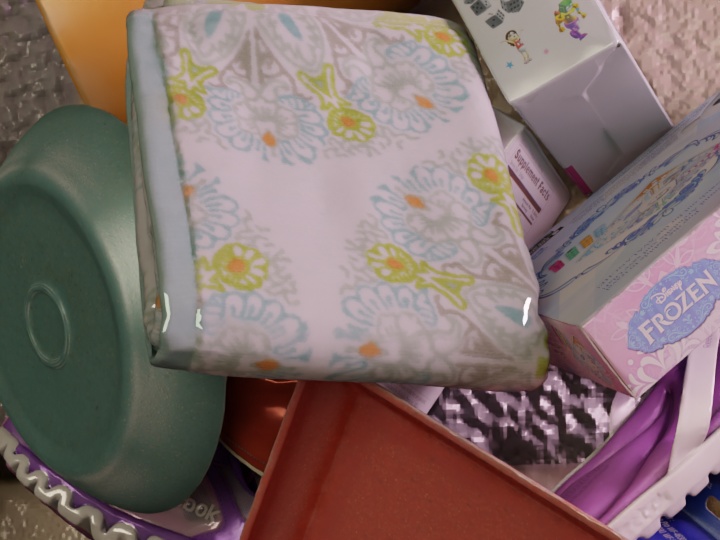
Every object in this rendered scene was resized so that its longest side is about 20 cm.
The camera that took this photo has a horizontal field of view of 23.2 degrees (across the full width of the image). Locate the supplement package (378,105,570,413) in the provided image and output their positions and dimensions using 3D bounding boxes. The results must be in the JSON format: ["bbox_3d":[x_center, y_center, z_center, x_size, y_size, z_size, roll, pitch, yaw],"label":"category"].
[{"bbox_3d":[0.000,0.000,0.899,0.114,0.110,0.200,32,86,25],"label":"supplement package"}]

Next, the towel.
[{"bbox_3d":[-0.015,-0.038,0.763,0.171,0.048,0.201,3,52,-16],"label":"towel"}]

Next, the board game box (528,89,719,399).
[{"bbox_3d":[0.159,-0.031,0.795,0.200,0.199,0.043,-40,97,-4],"label":"board game box"}]

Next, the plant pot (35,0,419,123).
[{"bbox_3d":[-0.074,-0.162,0.938,0.183,0.200,0.201,-24,67,-2],"label":"plant pot"}]

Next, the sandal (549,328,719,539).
[{"bbox_3d":[0.136,0.056,0.771,0.203,0.050,0.082,-48,22,-20],"label":"sandal"}]

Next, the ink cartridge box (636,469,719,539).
[{"bbox_3d":[0.117,0.178,0.756,0.039,0.099,0.201,15,97,-18],"label":"ink cartridge box"}]

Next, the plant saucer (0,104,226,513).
[{"bbox_3d":[-0.136,0.023,0.833,0.200,0.036,0.201,19,115,46],"label":"plant saucer"}]

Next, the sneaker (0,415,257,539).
[{"bbox_3d":[-0.100,0.117,0.923,0.200,0.081,0.089,28,78,20],"label":"sneaker"}]

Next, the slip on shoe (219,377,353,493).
[{"bbox_3d":[-0.067,0.021,0.823,0.074,0.061,0.200,-37,67,4],"label":"slip on shoe"}]

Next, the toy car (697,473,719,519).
[{"bbox_3d":[0.210,0.104,0.802,0.165,0.158,0.200,-55,39,3],"label":"toy car"}]

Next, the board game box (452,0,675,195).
[{"bbox_3d":[0.079,-0.153,0.897,0.064,0.148,0.200,-30,66,10],"label":"board game box"}]

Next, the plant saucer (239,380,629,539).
[{"bbox_3d":[0.032,0.163,0.748,0.200,0.037,0.200,30,111,25],"label":"plant saucer"}]
